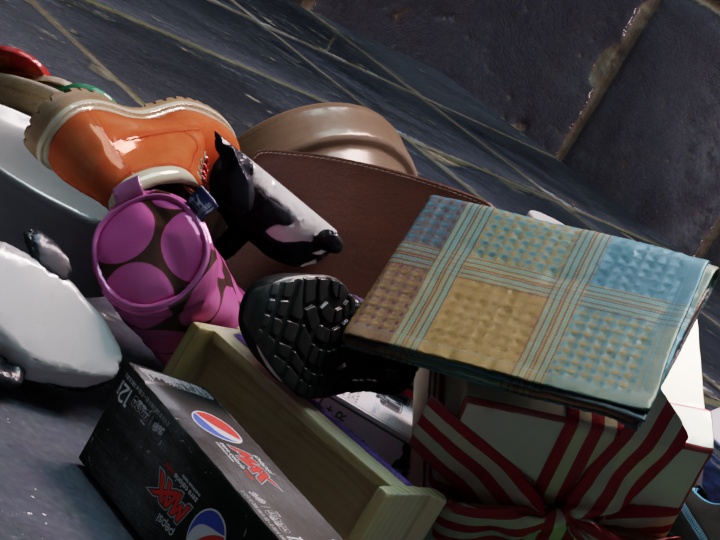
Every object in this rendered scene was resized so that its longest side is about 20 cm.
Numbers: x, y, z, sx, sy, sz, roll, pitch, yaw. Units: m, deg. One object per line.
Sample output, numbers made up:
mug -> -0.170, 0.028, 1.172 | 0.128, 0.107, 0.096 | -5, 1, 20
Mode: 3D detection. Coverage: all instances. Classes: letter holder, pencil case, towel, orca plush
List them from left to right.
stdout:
orca plush -> -0.246, 0.025, 1.292 | 0.199, 0.071, 0.106 | 17, 62, -36
pencil case -> -0.118, 0.014, 1.415 | 0.094, 0.091, 0.200 | 58, -5, 22
orca plush -> -0.072, -0.028, 1.463 | 0.105, 0.071, 0.200 | 40, 1, 7
letter holder -> 0.000, 0.000, 1.597 | 0.199, 0.143, 0.101 | 14, -13, 13
towel -> 0.106, 0.022, 1.303 | 0.199, 0.022, 0.147 | 14, 46, 22

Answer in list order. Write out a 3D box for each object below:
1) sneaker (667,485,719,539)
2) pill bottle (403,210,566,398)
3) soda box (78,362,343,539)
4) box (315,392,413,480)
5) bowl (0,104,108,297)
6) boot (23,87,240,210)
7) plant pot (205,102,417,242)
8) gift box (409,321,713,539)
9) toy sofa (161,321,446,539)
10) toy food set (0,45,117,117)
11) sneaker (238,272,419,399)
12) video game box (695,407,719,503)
sneaker -> 0.223, 0.196, 1.565 | 0.200, 0.082, 0.073 | 8, -24, 46
pill bottle -> 0.120, 0.057, 1.713 | 0.110, 0.200, 0.111 | 30, 11, -6
soda box -> -0.080, 0.136, 1.189 | 0.063, 0.071, 0.200 | 19, 16, -41
box -> 0.047, 0.145, 1.505 | 0.200, 0.060, 0.117 | 31, 11, 1
bowl -> -0.230, -0.036, 1.492 | 0.201, 0.091, 0.201 | 29, 11, -6
boot -> -0.136, -0.068, 1.483 | 0.107, 0.075, 0.200 | 40, 22, 26
plant pot -> -0.023, -0.008, 1.739 | 0.200, 0.200, 0.175 | 18, 35, -47
gift box -> 0.121, 0.090, 1.368 | 0.184, 0.200, 0.187 | 8, 46, -4
toy sofa -> -0.038, 0.120, 1.338 | 0.200, 0.083, 0.097 | 38, 15, 33
toy food set -> -0.232, -0.103, 1.652 | 0.198, 0.049, 0.200 | 38, -25, -28
sneaker -> -0.040, 0.038, 1.347 | 0.087, 0.076, 0.200 | 18, -2, 29
video game box -> 0.313, 0.227, 1.571 | 0.047, 0.183, 0.200 | -20, 37, -23
